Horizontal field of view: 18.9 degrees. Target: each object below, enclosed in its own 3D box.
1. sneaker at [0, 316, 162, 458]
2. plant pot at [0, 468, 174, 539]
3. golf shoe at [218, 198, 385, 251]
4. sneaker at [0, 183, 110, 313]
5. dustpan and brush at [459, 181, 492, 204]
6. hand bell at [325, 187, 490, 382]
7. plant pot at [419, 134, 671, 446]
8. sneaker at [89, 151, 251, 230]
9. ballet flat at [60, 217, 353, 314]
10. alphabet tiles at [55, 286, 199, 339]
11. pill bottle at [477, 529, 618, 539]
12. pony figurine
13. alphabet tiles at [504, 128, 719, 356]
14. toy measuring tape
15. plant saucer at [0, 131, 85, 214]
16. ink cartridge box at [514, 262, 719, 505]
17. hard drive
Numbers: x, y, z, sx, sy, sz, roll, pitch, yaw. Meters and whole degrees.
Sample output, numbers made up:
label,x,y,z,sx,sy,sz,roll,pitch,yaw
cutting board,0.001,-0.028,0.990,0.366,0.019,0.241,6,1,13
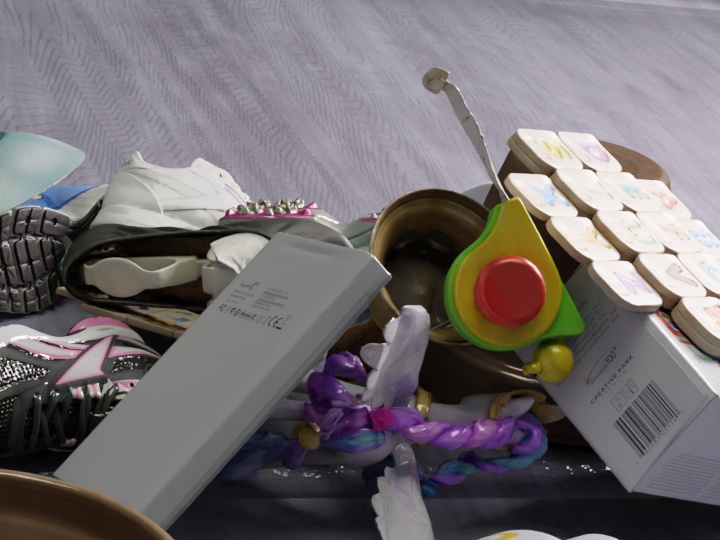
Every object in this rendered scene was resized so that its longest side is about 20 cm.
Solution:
label,x,y,z,sx,sy,sz,roll,pitch,yaw
sneaker,-0.173,0.077,1.317,0.086,0.081,0.200,22,25,26
plant pot,-0.181,0.178,1.024,0.200,0.093,0.201,8,20,-3
golf shoe,0.000,0.000,1.480,0.199,0.092,0.075,4,6,17
sneaker,-0.244,-0.019,1.564,0.089,0.079,0.200,5,13,29
dustpan and brush,0.037,-0.020,1.669,0.057,0.139,0.200,51,-12,1
hand bell,0.016,0.033,1.412,0.104,0.105,0.200,9,-25,-20
plant pot,0.143,0.004,1.521,0.199,0.175,0.200,8,22,-3
sneaker,-0.090,-0.033,1.569,0.199,0.075,0.100,17,57,-6
ballet flat,-0.104,0.005,1.400,0.199,0.068,0.068,-2,12,19
alphabet tiles,-0.110,0.032,1.497,0.166,0.006,0.200,16,7,15
pill bottle,0.061,0.192,1.074,0.200,0.112,0.112,-11,29,-44
pony figurine,0.006,0.093,1.291,0.199,0.167,0.193,2,8,21
alphabet tiles,0.179,-0.021,1.358,0.195,0.015,0.200,1,41,-53
toy measuring tape,0.066,-0.020,1.290,0.073,0.200,0.074,-28,-1,0
plant saucer,-0.294,-0.059,1.536,0.200,0.039,0.201,-20,15,6
ink cartridge box,0.198,0.061,1.377,0.200,0.084,0.176,15,30,-49
hard drive,-0.081,0.062,1.241,0.026,0.200,0.132,48,-15,-23
